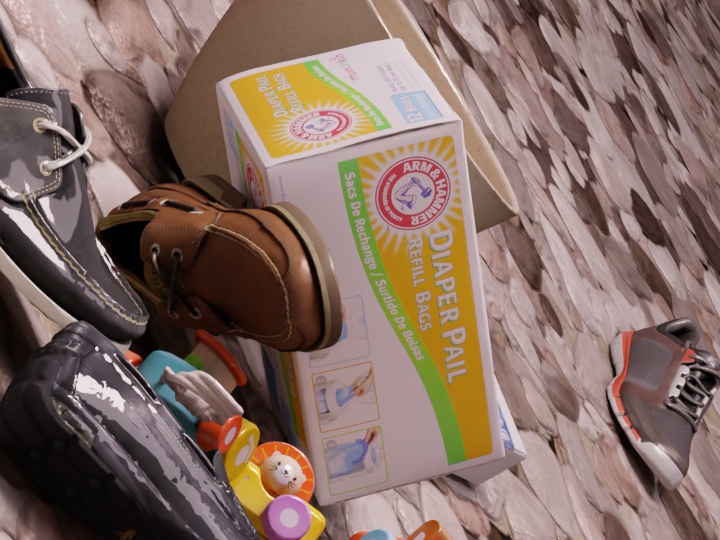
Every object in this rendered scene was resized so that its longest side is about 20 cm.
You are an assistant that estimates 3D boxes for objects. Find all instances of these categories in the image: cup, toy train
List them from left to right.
[{"bbox_3d":[-0.029,0.091,1.263,0.200,0.150,0.056,48,65,-28],"label":"toy train"},{"bbox_3d":[-0.024,-0.080,1.524,0.200,0.143,0.200,57,8,-13],"label":"cup"}]

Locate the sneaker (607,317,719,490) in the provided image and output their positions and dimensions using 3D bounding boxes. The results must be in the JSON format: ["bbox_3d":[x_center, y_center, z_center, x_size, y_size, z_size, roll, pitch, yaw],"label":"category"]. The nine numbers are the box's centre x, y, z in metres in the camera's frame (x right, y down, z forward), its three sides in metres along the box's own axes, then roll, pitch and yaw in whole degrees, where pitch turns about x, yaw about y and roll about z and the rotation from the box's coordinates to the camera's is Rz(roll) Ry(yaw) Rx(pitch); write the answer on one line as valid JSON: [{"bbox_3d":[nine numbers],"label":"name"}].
[{"bbox_3d":[0.248,0.094,2.177,0.077,0.082,0.200,52,18,-27],"label":"sneaker"}]

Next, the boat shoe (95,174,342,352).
[{"bbox_3d":[-0.070,0.003,1.293,0.200,0.068,0.072,-160,-121,-66],"label":"boat shoe"}]

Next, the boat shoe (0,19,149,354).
[{"bbox_3d":[-0.153,-0.052,1.219,0.200,0.068,0.072,56,12,5],"label":"boat shoe"}]

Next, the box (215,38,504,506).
[{"bbox_3d":[0.000,0.000,1.389,0.113,0.101,0.200,-122,-160,-60],"label":"box"}]

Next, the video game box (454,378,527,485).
[{"bbox_3d":[0.018,0.026,1.672,0.200,0.047,0.182,30,32,-60],"label":"video game box"}]

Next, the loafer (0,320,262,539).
[{"bbox_3d":[-0.077,0.107,1.194,0.201,0.068,0.070,52,45,-20],"label":"loafer"}]
